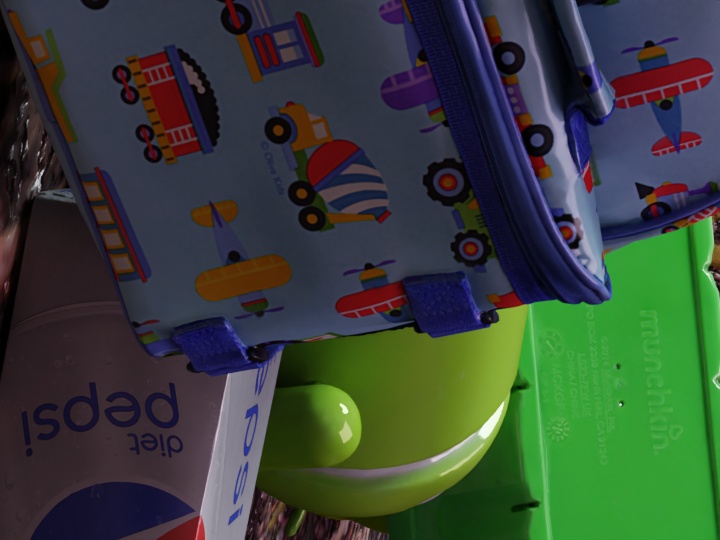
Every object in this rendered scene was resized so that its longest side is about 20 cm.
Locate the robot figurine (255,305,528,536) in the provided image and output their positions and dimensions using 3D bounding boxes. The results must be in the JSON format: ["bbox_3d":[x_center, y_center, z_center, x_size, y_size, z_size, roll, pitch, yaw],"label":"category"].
[{"bbox_3d":[0.000,0.000,0.820,0.176,0.115,0.201,-47,155,-40],"label":"robot figurine"}]

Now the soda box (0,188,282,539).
[{"bbox_3d":[-0.069,0.080,0.674,0.068,0.063,0.201,-20,123,-79],"label":"soda box"}]

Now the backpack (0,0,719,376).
[{"bbox_3d":[0.034,-0.078,0.546,0.135,0.199,0.183,-60,138,-60],"label":"backpack"}]

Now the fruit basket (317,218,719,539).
[{"bbox_3d":[0.057,0.061,1.001,0.215,0.155,0.217,179,-90,-70],"label":"fruit basket"}]
